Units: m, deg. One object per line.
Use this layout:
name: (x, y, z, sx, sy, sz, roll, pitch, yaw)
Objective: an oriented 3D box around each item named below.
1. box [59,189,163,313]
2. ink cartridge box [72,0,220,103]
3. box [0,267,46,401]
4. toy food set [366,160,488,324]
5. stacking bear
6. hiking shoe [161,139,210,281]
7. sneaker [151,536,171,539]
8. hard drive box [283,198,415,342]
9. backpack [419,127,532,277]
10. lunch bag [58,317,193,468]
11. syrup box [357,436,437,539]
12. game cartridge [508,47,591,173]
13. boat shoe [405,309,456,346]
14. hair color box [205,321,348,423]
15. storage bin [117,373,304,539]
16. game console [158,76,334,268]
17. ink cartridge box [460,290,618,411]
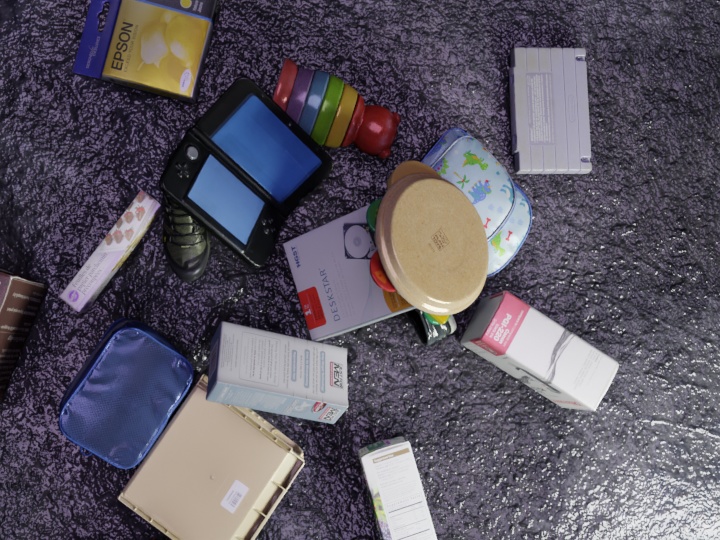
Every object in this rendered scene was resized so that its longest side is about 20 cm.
box: (-0.372, -0.028, 1.225, 0.038, 0.041, 0.201, 36, 82, -1)
ink cartridge box: (-0.330, -0.381, 1.262, 0.196, 0.047, 0.202, 13, 84, -6)
box: (-0.569, 0.079, 1.133, 0.163, 0.164, 0.204, 21, 83, -4)
toy food set: (0.092, -0.036, 1.097, 0.200, 0.048, 0.200, 43, 58, -18)
stacking bear: (-0.038, -0.237, 1.246, 0.196, 0.114, 0.124, 19, 76, -9)
hiking shoe: (-0.268, -0.087, 1.208, 0.074, 0.101, 0.205, -5, 83, 1)
sneaker: (-0.324, 0.455, 1.174, 0.196, 0.079, 0.097, -21, 96, 1)
hard drive box: (0.000, 0.000, 1.184, 0.198, 0.076, 0.159, -22, 84, 37)
backpack: (0.156, -0.090, 1.229, 0.200, 0.147, 0.184, 42, 85, -3)
lunch bag: (-0.340, 0.177, 1.164, 0.135, 0.132, 0.202, 38, 81, -17)
syrup box: (0.059, 0.357, 1.209, 0.080, 0.079, 0.204, -16, 86, -6)
game cartridge: (0.304, -0.258, 1.316, 0.127, 0.038, 0.205, -1, 85, -2)
boat shoe: (0.065, 0.028, 1.244, 0.066, 0.074, 0.201, -37, 98, -19)
hair color box: (-0.118, 0.149, 1.176, 0.196, 0.061, 0.101, 14, 50, -20)
storage bin: (-0.211, 0.294, 1.183, 0.197, 0.094, 0.202, 36, 82, -1)
game console: (-0.160, -0.138, 1.177, 0.200, 0.115, 0.178, 41, 49, -26)
ink cartridge box: (0.262, 0.122, 1.217, 0.198, 0.146, 0.086, 30, 81, -1)
